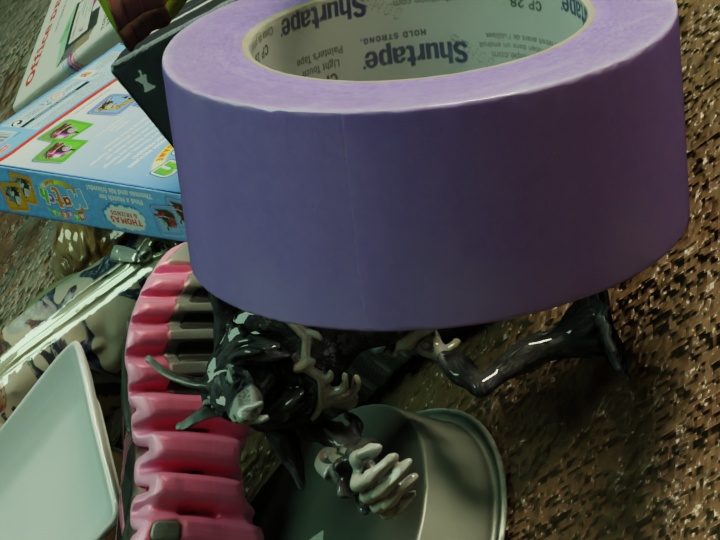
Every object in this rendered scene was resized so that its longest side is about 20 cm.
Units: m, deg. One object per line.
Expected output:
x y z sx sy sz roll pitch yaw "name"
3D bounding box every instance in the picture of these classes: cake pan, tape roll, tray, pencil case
-0.013 0.144 1.006 0.200 0.037 0.201 -43 29 30 "cake pan"
0.026 -0.055 0.876 0.200 0.198 0.086 -129 30 -64 "tape roll"
-0.173 0.136 1.145 0.200 0.022 0.108 -49 45 35 "tray"
-0.160 0.043 1.282 0.199 0.089 0.078 -36 51 10 "pencil case"

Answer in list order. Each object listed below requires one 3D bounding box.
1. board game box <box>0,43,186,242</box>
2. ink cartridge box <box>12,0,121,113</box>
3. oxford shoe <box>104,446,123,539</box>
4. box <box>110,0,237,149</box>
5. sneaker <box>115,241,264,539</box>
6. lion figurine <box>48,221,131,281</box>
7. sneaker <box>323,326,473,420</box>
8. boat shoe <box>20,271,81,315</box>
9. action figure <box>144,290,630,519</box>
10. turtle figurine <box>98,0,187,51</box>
-0.113 -0.076 1.281 0.199 0.037 0.151 9 36 40 "board game box"
-0.143 -0.182 1.564 0.200 0.084 0.146 -30 37 47 "ink cartridge box"
-0.148 0.135 1.213 0.073 0.084 0.200 -57 23 6 "oxford shoe"
0.018 -0.139 1.093 0.199 0.124 0.199 -21 25 42 "box"
-0.085 0.085 1.057 0.095 0.078 0.202 135 143 -61 "sneaker"
-0.118 -0.054 1.391 0.199 0.072 0.123 -22 50 46 "lion figurine"
0.000 0.000 1.121 0.199 0.075 0.116 -26 34 34 "sneaker"
-0.193 0.080 1.382 0.200 0.074 0.069 -49 29 39 "boat shoe"
0.003 0.032 0.937 0.198 0.120 0.102 -19 13 9 "action figure"
-0.040 -0.151 0.952 0.160 0.065 0.200 -31 13 -2 "turtle figurine"
